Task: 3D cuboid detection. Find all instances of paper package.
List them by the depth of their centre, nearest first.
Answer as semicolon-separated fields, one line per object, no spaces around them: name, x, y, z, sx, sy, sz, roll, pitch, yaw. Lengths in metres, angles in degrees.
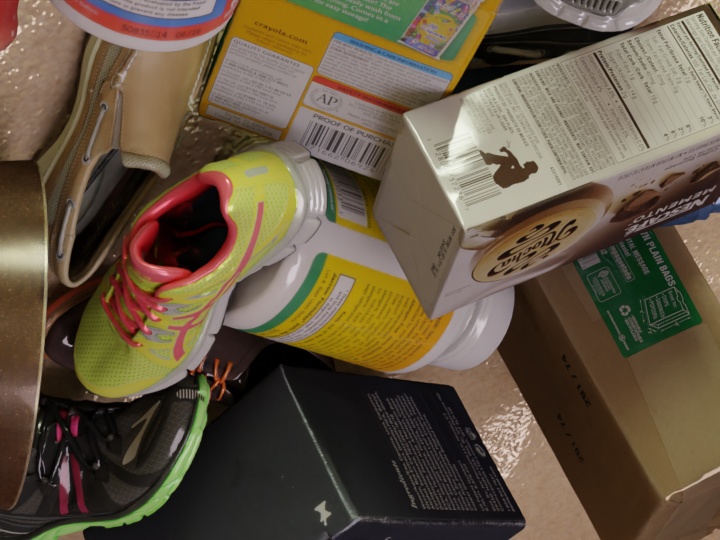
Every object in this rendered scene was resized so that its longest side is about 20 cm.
paper package;0.179;0.072;1.283;0.103;0.201;0.191;-24;161;-11

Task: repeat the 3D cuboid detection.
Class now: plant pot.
plant pot;-0.277;0.027;1.026;0.198;0.188;0.188;4;125;-17

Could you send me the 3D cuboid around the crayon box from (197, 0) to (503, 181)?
crayon box;-0.002;-0.136;1.042;0.125;0.052;0.200;20;147;-8

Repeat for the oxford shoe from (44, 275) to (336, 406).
oxford shoe;-0.103;0.045;1.206;0.198;0.073;0.072;-1;127;-32

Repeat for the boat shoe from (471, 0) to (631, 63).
boat shoe;0.078;-0.153;1.150;0.198;0.072;0.068;-7;143;-27

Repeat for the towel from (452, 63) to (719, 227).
towel;0.123;-0.073;1.191;0.198;0.113;0.049;-4;153;-11

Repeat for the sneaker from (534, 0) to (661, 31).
sneaker;0.077;-0.201;1.091;0.198;0.100;0.078;26;119;-5

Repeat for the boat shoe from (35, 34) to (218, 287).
boat shoe;-0.123;-0.079;1.085;0.071;0.076;0.201;10;119;-36

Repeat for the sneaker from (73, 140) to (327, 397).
sneaker;-0.110;0.000;1.093;0.200;0.078;0.090;-48;160;27

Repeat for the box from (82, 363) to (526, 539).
box;-0.035;0.167;1.265;0.196;0.118;0.199;-40;153;25

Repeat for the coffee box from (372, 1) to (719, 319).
coffee box;0.117;-0.061;1.093;0.198;0.080;0.113;-21;159;-19

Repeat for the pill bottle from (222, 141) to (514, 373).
pill bottle;0.000;0.000;1.206;0.199;0.113;0.113;18;116;-41

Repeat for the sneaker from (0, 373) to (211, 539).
sneaker;-0.173;0.112;1.184;0.199;0.077;0.084;-27;129;26

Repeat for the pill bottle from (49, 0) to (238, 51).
pill bottle;-0.086;-0.212;0.938;0.111;0.113;0.201;-6;145;-28

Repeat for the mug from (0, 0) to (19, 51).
mug;-0.210;-0.217;0.877;0.176;0.134;0.201;4;121;-37
